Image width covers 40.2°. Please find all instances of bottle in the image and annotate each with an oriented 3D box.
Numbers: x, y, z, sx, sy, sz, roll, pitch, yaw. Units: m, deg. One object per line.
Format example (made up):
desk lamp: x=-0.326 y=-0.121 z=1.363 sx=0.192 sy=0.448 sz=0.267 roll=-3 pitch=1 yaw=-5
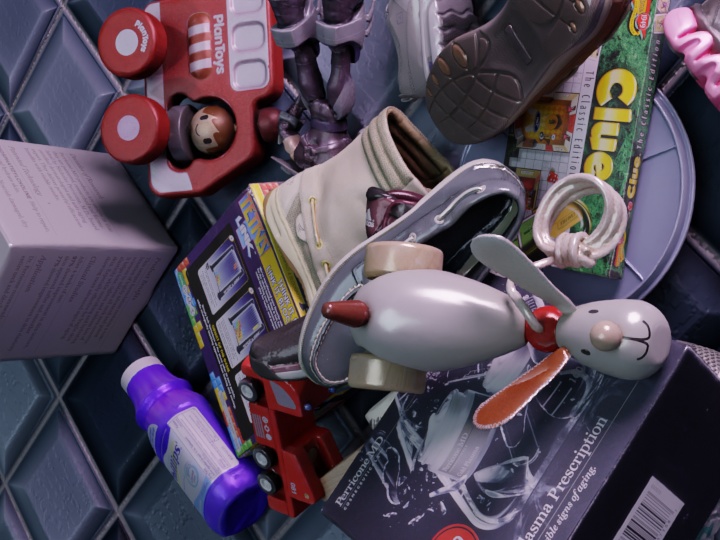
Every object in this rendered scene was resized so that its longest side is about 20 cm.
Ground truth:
bottle: x=-0.167 y=0.165 z=0.967 sx=0.200 sy=0.065 sz=0.084 roll=44 pitch=141 yaw=31

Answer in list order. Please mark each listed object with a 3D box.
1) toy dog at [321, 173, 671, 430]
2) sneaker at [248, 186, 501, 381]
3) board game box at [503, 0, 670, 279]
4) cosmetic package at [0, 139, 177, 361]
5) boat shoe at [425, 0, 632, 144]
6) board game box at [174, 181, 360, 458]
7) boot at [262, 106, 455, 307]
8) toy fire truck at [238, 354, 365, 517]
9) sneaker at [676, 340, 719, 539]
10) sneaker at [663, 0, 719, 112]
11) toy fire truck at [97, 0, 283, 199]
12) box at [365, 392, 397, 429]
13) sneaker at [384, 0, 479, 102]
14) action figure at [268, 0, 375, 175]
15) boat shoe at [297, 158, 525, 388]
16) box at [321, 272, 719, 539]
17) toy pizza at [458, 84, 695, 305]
toy dog: x=0.059 y=0.026 z=0.556 sx=0.200 sy=0.096 sz=0.132 roll=-22 pitch=73 yaw=32
sneaker: x=0.000 y=0.000 z=0.722 sx=0.200 sy=0.076 sz=0.116 roll=-19 pitch=111 yaw=0
board game box: x=0.153 y=-0.101 z=0.700 sx=0.105 sy=0.023 sz=0.200 roll=12 pitch=96 yaw=40
cosmetic package: x=-0.339 y=-0.020 z=1.033 sx=0.166 sy=0.200 sz=0.167 roll=51 pitch=119 yaw=28
boat shoe: x=0.117 y=-0.148 z=0.677 sx=0.200 sy=0.072 sz=0.076 roll=-33 pitch=82 yaw=56
board game box: x=-0.085 y=0.046 z=0.897 sx=0.165 sy=0.057 sz=0.200 roll=-39 pitch=65 yaw=43
boot: x=0.025 y=-0.013 z=0.791 sx=0.155 sy=0.072 sz=0.200 roll=-32 pitch=88 yaw=34
toy fire truck: x=-0.019 y=0.160 z=0.784 sx=0.141 sy=0.049 sz=0.200 roll=11 pitch=120 yaw=36
sneaker: x=0.202 y=0.138 z=0.671 sx=0.091 sy=0.078 sz=0.200 roll=30 pitch=99 yaw=43
sneaker: x=0.277 y=-0.110 z=0.614 sx=0.095 sy=0.079 sz=0.200 roll=-36 pitch=68 yaw=21
toy fire truck: x=-0.151 y=-0.173 z=0.951 sx=0.168 sy=0.112 sz=0.200 roll=-4 pitch=87 yaw=21
box: x=0.094 y=0.168 z=0.746 sx=0.082 sy=0.068 sz=0.200 roll=-43 pitch=63 yaw=15
sneaker: x=0.046 y=-0.233 z=0.800 sx=0.082 sy=0.075 sz=0.200 roll=-10 pitch=78 yaw=46
action figure: x=-0.026 y=-0.143 z=0.847 sx=0.130 sy=0.069 sz=0.200 roll=17 pitch=124 yaw=29
boat shoe: x=0.033 y=0.008 z=0.658 sx=0.200 sy=0.073 sz=0.062 roll=-45 pitch=17 yaw=7
box: x=0.105 y=0.125 z=0.615 sx=0.200 sy=0.104 sz=0.182 roll=-56 pitch=34 yaw=-8
toy pizza: x=0.155 y=-0.057 z=0.732 sx=0.200 sy=0.032 sz=0.200 roll=-3 pitch=86 yaw=42
